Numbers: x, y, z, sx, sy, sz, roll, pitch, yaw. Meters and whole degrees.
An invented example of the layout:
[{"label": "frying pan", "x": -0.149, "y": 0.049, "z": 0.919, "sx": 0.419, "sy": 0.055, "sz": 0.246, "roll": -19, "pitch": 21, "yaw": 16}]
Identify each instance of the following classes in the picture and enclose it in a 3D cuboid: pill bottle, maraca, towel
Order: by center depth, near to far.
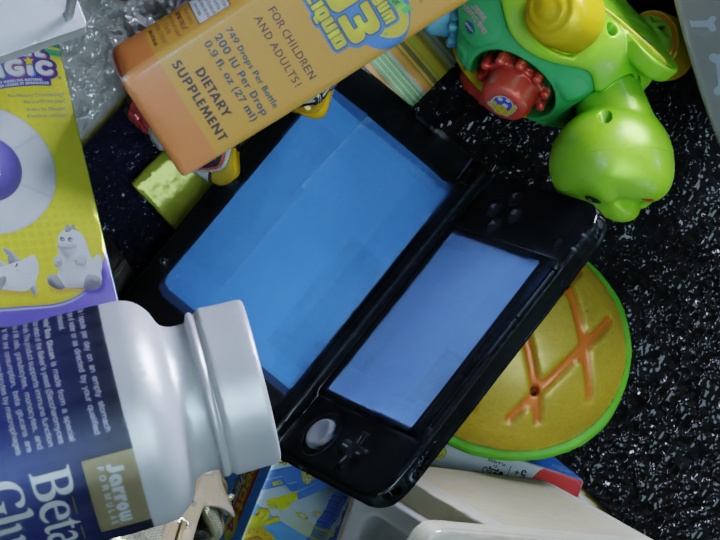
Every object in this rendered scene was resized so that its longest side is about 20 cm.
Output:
[{"label": "pill bottle", "x": -0.143, "y": 0.078, "z": 1.151, "sx": 0.198, "sy": 0.111, "sz": 0.112, "roll": -15, "pitch": 109, "yaw": -5}, {"label": "towel", "x": -0.033, "y": -0.091, "z": 1.354, "sx": 0.200, "sy": 0.018, "sz": 0.086, "roll": -45, "pitch": 111, "yaw": -4}, {"label": "maraca", "x": 0.060, "y": 0.033, "z": 1.374, "sx": 0.199, "sy": 0.107, "sz": 0.138, "roll": 18, "pitch": 73, "yaw": -6}]

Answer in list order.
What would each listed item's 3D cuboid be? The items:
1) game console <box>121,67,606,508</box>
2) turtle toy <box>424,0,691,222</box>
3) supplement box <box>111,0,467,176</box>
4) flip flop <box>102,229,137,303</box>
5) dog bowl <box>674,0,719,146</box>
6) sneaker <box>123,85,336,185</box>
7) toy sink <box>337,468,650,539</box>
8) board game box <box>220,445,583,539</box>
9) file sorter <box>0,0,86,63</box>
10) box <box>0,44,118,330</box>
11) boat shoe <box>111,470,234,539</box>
[{"label": "game console", "x": 0.000, "y": 0.000, "z": 1.277, "sx": 0.200, "sy": 0.176, "sz": 0.116, "roll": -51, "pitch": 122, "yaw": -12}, {"label": "turtle toy", "x": 0.110, "y": -0.117, "z": 1.314, "sx": 0.101, "sy": 0.200, "sz": 0.145, "roll": -49, "pitch": 150, "yaw": 21}, {"label": "supplement box", "x": -0.027, "y": -0.133, "z": 1.226, "sx": 0.199, "sy": 0.069, "sz": 0.067, "roll": -33, "pitch": 110, "yaw": 0}, {"label": "flip flop", "x": -0.170, "y": 0.011, "z": 1.305, "sx": 0.081, "sy": 0.057, "sz": 0.201, "roll": -42, "pitch": 111, "yaw": -46}, {"label": "dog bowl", "x": 0.216, "y": -0.145, "z": 1.342, "sx": 0.058, "sy": 0.200, "sz": 0.201, "roll": -15, "pitch": 112, "yaw": 15}, {"label": "sneaker", "x": -0.032, "y": -0.128, "z": 1.302, "sx": 0.200, "sy": 0.078, "sz": 0.082, "roll": -43, "pitch": 92, "yaw": 4}, {"label": "toy sink", "x": 0.048, "y": 0.184, "z": 1.307, "sx": 0.199, "sy": 0.112, "sz": 0.131, "roll": 9, "pitch": 102, "yaw": -45}, {"label": "board game box", "x": 0.005, "y": 0.179, "z": 1.416, "sx": 0.199, "sy": 0.056, "sz": 0.197, "roll": 19, "pitch": 97, "yaw": -24}, {"label": "file sorter", "x": -0.228, "y": -0.201, "z": 1.148, "sx": 0.138, "sy": 0.125, "sz": 0.201, "roll": -21, "pitch": 81, "yaw": -15}, {"label": "box", "x": -0.199, "y": -0.050, "z": 1.222, "sx": 0.116, "sy": 0.048, "sz": 0.201, "roll": -5, "pitch": 62, "yaw": -25}, {"label": "boat shoe", "x": -0.104, "y": 0.130, "z": 1.291, "sx": 0.065, "sy": 0.200, "sz": 0.072, "roll": 30, "pitch": 116, "yaw": -2}]
